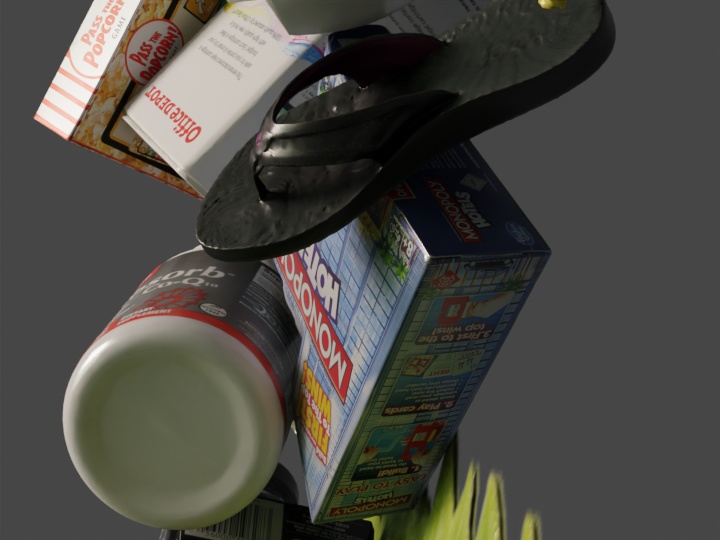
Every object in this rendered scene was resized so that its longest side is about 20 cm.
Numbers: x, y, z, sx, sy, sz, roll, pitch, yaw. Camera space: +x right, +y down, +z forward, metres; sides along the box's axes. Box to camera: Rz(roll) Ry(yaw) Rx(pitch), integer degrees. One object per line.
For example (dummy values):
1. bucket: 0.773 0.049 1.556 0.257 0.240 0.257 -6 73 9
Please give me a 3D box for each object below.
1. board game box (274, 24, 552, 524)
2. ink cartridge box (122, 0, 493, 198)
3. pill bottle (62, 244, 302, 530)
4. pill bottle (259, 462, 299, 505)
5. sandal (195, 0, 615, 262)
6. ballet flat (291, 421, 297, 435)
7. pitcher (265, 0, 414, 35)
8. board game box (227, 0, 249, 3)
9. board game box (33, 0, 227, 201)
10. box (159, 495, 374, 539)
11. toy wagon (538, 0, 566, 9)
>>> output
1. board game box: 0.002 0.014 0.709 0.200 0.061 0.201 -120 35 -47
2. ink cartridge box: -0.034 -0.123 0.872 0.200 0.084 0.145 -46 30 -2
3. pill bottle: -0.087 0.053 0.814 0.200 0.115 0.117 -73 0 -73
4. pill bottle: -0.094 0.230 1.049 0.201 0.111 0.112 -86 13 -56
5. sandal: 0.008 -0.074 0.603 0.200 0.048 0.076 -30 42 11
6. ballet flat: -0.020 0.085 0.953 0.200 0.063 0.076 124 159 -72
7. pitcher: 0.031 -0.191 0.668 0.199 0.121 0.172 -35 33 4
8. board game box: 0.019 -0.222 0.798 0.034 0.199 0.135 49 -134 -53
9. board game box: -0.103 -0.129 0.979 0.046 0.200 0.152 31 94 39
10. box: -0.074 0.237 0.816 0.106 0.121 0.201 -88 14 -60
11. toy wagon: 0.114 -0.176 0.511 0.201 0.039 0.156 111 171 -47
